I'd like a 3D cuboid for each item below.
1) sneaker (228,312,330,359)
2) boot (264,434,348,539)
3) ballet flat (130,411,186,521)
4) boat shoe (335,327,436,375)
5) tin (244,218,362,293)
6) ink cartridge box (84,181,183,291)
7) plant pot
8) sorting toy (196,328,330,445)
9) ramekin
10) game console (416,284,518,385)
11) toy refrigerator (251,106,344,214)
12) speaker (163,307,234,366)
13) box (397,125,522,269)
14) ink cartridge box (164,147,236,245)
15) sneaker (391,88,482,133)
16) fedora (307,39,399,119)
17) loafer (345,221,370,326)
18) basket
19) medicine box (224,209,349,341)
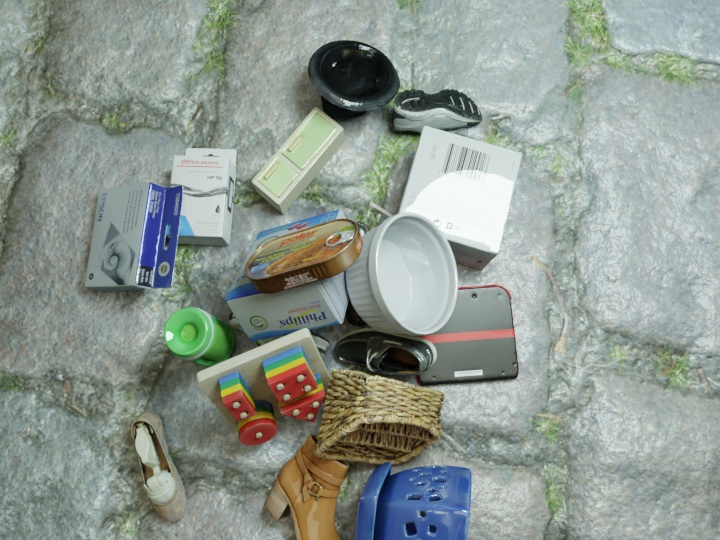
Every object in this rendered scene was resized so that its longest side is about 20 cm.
[{"bbox_3d":[-0.165,0.153,1.093,0.196,0.076,0.118,19,77,2],"label":"sneaker"},{"bbox_3d":[-0.060,0.402,1.025,0.198,0.074,0.156,36,95,12],"label":"boot"},{"bbox_3d":[-0.370,0.354,1.058,0.067,0.067,0.203,-24,79,-4],"label":"ballet flat"},{"bbox_3d":[0.035,0.150,1.063,0.196,0.067,0.074,2,111,29],"label":"boat shoe"},{"bbox_3d":[-0.089,-0.023,0.926,0.196,0.042,0.113,-15,38,19],"label":"tin"},{"bbox_3d":[-0.432,-0.064,1.122,0.196,0.040,0.205,-3,76,26],"label":"ink cartridge box"},{"bbox_3d":[0.084,0.433,0.959,0.175,0.200,0.205,7,92,10],"label":"plant pot"},{"bbox_3d":[-0.148,0.216,1.012,0.196,0.201,0.070,-22,50,-4],"label":"sorting toy"},{"bbox_3d":[0.065,0.011,1.007,0.197,0.104,0.206,10,74,-40],"label":"ramekin"},{"bbox_3d":[0.197,0.120,1.123,0.195,0.031,0.182,-4,84,1],"label":"game console"},{"bbox_3d":[-0.122,-0.220,1.175,0.075,0.070,0.201,38,82,8],"label":"toy refrigerator"},{"bbox_3d":[-0.278,0.119,1.038,0.086,0.200,0.091,0,77,1],"label":"speaker"},{"bbox_3d":[0.179,-0.135,1.121,0.194,0.131,0.205,16,79,4],"label":"box"},{"bbox_3d":[-0.312,-0.158,1.165,0.113,0.068,0.205,2,78,1],"label":"ink cartridge box"},{"bbox_3d":[0.153,-0.316,1.197,0.195,0.080,0.075,-1,58,-15],"label":"sneaker"},{"bbox_3d":[-0.019,-0.365,1.179,0.196,0.092,0.205,8,57,-13],"label":"fedora"},{"bbox_3d":[0.000,0.000,1.125,0.071,0.072,0.205,-4,77,1],"label":"loafer"},{"bbox_3d":[0.042,0.260,0.996,0.197,0.141,0.153,21,75,-35],"label":"basket"},{"bbox_3d":[-0.110,0.007,1.032,0.178,0.104,0.202,-13,34,21],"label":"medicine box"}]
